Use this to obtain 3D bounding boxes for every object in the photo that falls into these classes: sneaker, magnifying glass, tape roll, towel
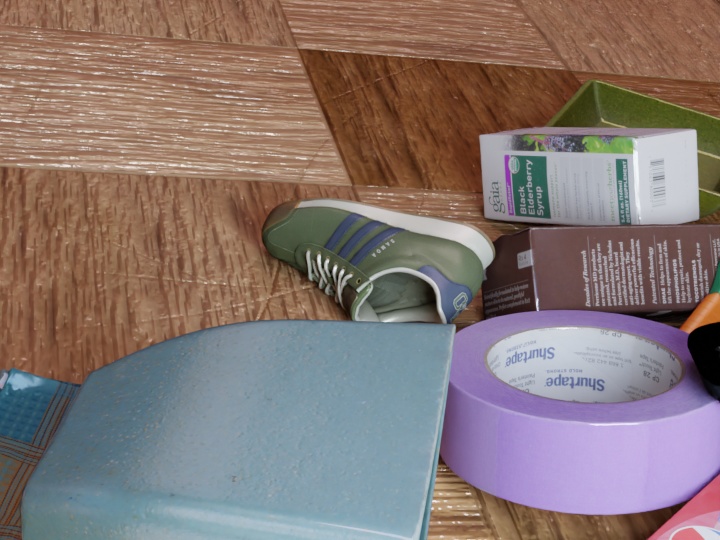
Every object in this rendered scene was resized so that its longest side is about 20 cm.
[{"bbox_3d":[0.000,0.000,1.144,0.198,0.067,0.090,8,51,22],"label":"sneaker"},{"bbox_3d":[0.293,0.011,1.129,0.080,0.022,0.200,47,69,-9],"label":"magnifying glass"},{"bbox_3d":[0.151,0.091,0.993,0.198,0.066,0.200,0,20,0],"label":"tape roll"},{"bbox_3d":[-0.183,0.131,0.903,0.145,0.022,0.200,10,29,0],"label":"towel"}]

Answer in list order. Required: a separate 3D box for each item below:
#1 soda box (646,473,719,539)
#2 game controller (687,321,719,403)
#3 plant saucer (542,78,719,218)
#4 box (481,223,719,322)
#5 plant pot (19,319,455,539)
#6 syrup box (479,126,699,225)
[{"bbox_3d":[0.223,0.185,0.901,0.070,0.064,0.199,28,34,29],"label":"soda box"},{"bbox_3d":[0.313,0.049,0.927,0.198,0.042,0.105,-6,26,4],"label":"game controller"},{"bbox_3d":[0.295,-0.118,1.470,0.198,0.048,0.200,20,30,16],"label":"plant saucer"},{"bbox_3d":[0.205,0.004,1.159,0.198,0.076,0.100,0,-8,-19],"label":"box"},{"bbox_3d":[-0.066,0.141,0.755,0.198,0.198,0.196,9,30,5],"label":"plant pot"},{"bbox_3d":[0.197,-0.083,1.272,0.081,0.080,0.199,-11,12,-36],"label":"syrup box"}]
